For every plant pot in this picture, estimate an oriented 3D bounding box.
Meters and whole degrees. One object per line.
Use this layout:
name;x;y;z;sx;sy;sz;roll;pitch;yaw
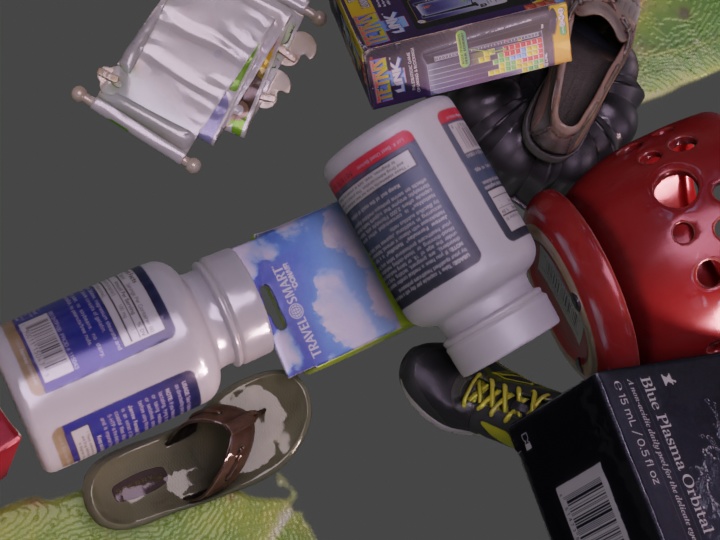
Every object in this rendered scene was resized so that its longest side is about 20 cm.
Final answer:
plant pot;0.240;-0.006;1.172;0.182;0.200;0.201;-22;83;-6

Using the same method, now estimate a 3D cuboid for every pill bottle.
pill bottle;0.068;-0.024;1.127;0.119;0.120;0.201;-29;86;-16
pill bottle;-0.174;0.062;1.107;0.199;0.120;0.120;-23;83;-15

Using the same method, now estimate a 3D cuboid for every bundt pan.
bundt pan;0.159;-0.159;1.247;0.200;0.076;0.203;3;77;-11

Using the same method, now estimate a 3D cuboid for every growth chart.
growth chart;-0.130;-0.181;1.222;0.144;0.018;0.200;37;74;-2

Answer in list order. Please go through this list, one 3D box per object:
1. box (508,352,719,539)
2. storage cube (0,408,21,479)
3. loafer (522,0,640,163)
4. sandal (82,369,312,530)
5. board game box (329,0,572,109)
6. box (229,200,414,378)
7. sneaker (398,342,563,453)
box;0.247;0.175;1.078;0.199;0.117;0.198;-5;66;-36
storage cube;-0.368;0.116;1.021;0.179;0.200;0.171;-34;86;-23
loafer;0.193;-0.185;1.186;0.072;0.063;0.201;23;74;-5
sandal;-0.122;0.146;1.129;0.200;0.057;0.080;-28;86;-22
board game box;0.065;-0.217;1.173;0.164;0.200;0.057;-15;125;-2
box;0.000;0.000;1.191;0.199;0.048;0.123;-24;84;-17
sneaker;0.128;0.111;1.176;0.199;0.085;0.075;26;72;-7
